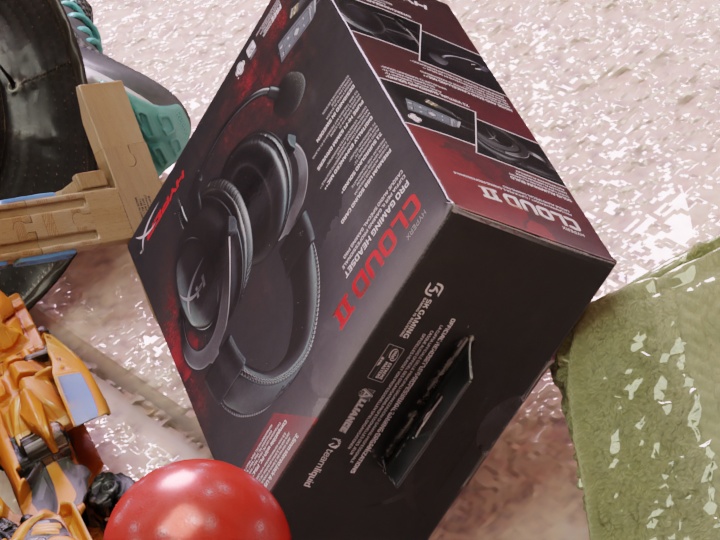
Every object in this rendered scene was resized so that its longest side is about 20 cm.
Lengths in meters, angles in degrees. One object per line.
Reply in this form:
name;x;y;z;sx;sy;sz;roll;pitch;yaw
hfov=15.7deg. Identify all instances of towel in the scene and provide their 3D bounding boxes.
towel;0.140;0.067;0.855;0.148;0.036;0.200;-26;51;20

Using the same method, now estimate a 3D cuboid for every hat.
hat;-0.207;-0.061;1.100;0.200;0.081;0.201;-4;79;20

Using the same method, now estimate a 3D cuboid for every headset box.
headset box;0.000;0.000;0.957;0.149;0.077;0.200;-57;33;24

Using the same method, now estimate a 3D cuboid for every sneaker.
sneaker;-0.145;-0.097;1.191;0.200;0.078;0.091;18;50;36

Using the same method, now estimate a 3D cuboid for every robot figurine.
robot figurine;-0.143;0.094;0.988;0.145;0.058;0.200;-29;40;-5

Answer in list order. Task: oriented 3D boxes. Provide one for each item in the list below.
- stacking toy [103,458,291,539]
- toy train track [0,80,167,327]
stacking toy;-0.027;0.130;0.785;0.085;0.200;0.086;-13;41;12
toy train track;-0.128;-0.014;1.054;0.200;0.115;0.033;-11;-15;-42
